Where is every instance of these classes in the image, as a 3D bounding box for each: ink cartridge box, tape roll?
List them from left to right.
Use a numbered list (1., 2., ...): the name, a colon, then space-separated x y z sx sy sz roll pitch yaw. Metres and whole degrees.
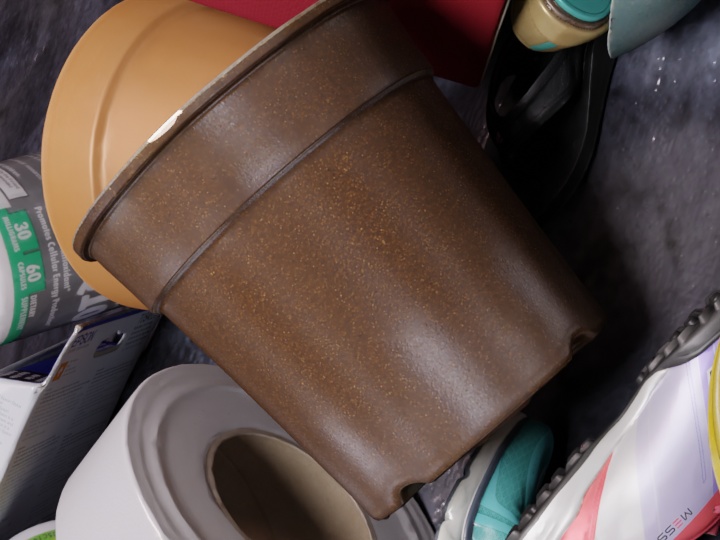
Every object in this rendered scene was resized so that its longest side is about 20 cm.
1. ink cartridge box: -0.212 0.105 1.163 0.200 0.041 0.200 -63 -8 8
2. tape roll: -0.053 0.143 0.890 0.071 0.202 0.203 -50 39 25

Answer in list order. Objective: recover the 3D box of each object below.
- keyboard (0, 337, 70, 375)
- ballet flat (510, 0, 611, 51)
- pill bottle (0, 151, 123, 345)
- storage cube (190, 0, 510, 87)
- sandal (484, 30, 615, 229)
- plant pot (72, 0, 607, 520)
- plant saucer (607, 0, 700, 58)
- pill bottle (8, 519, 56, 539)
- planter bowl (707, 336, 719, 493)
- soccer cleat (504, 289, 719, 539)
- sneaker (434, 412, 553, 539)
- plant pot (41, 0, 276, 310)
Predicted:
1. keyboard: -0.218 0.074 1.194 0.056 0.011 0.200 -58 -7 15
2. ballet flat: 0.123 -0.202 0.908 0.200 0.069 0.063 -66 13 -20
3. pill bottle: -0.179 -0.027 1.129 0.113 0.200 0.113 24 123 43
4. storage cube: 0.009 -0.221 0.896 0.200 0.180 0.171 106 -178 -75
5. sandal: 0.101 -0.115 0.939 0.075 0.048 0.201 17 87 55
6. plant pot: 0.000 0.000 0.842 0.198 0.200 0.200 49 124 3
7. plant saucer: 0.165 -0.193 0.824 0.039 0.201 0.201 18 87 11
8. pill bottle: -0.163 0.254 1.063 0.111 0.111 0.200 -58 36 17
9. planter bowl: 0.206 0.038 0.651 0.200 0.083 0.201 -14 65 33
10. soccer cleat: 0.149 0.076 0.781 0.200 0.073 0.068 -51 -7 3
11. sneaker: 0.075 0.165 0.834 0.080 0.078 0.200 3 62 16
12. plant pot: -0.071 -0.065 1.043 0.140 0.200 0.200 10 82 39
